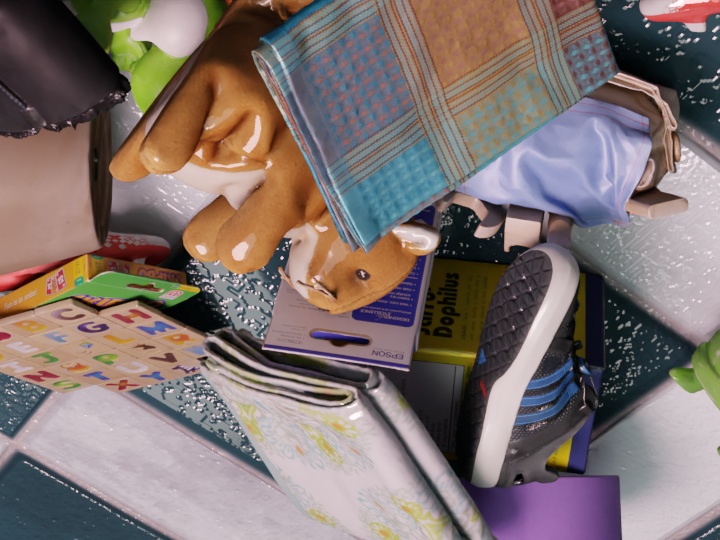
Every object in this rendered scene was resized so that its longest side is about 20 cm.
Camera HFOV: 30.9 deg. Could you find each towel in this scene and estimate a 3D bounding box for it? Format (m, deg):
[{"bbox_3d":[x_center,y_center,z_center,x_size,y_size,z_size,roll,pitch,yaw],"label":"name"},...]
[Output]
[{"bbox_3d":[-0.011,0.127,0.885,0.171,0.048,0.200,13,145,46],"label":"towel"},{"bbox_3d":[0.049,-0.118,0.732,0.200,0.022,0.147,-34,124,-11],"label":"towel"}]

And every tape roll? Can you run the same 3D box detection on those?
[{"bbox_3d":[0.103,0.194,1.022,0.200,0.066,0.200,-1,170,0],"label":"tape roll"}]

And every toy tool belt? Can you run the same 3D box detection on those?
[{"bbox_3d":[0.109,-0.073,0.848,0.200,0.123,0.125,4,124,8],"label":"toy tool belt"}]

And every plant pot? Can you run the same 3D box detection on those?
[{"bbox_3d":[-0.263,-0.072,0.886,0.173,0.200,0.200,0,128,-3],"label":"plant pot"}]

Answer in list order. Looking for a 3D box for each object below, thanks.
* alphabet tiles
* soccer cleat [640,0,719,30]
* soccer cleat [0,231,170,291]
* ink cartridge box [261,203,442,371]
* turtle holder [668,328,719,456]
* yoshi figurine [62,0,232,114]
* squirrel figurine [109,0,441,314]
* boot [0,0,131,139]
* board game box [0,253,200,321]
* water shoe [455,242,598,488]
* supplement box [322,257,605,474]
[{"bbox_3d":[-0.207,0.063,1.021,0.166,0.006,0.200,-15,157,21],"label":"alphabet tiles"},{"bbox_3d":[0.249,-0.209,0.750,0.200,0.069,0.085,-23,112,22],"label":"soccer cleat"},{"bbox_3d":[-0.248,-0.021,0.996,0.200,0.085,0.069,-8,162,-6],"label":"soccer cleat"},{"bbox_3d":[0.000,0.000,0.879,0.095,0.200,0.037,8,129,5],"label":"ink cartridge box"},{"bbox_3d":[0.331,0.094,0.933,0.185,0.141,0.132,41,107,-9],"label":"turtle holder"},{"bbox_3d":[-0.163,-0.157,0.856,0.200,0.113,0.112,23,144,-10],"label":"yoshi figurine"},{"bbox_3d":[-0.026,-0.077,0.804,0.187,0.200,0.141,37,163,-15],"label":"squirrel figurine"},{"bbox_3d":[-0.184,-0.149,0.717,0.198,0.073,0.163,-4,140,29],"label":"boot"},{"bbox_3d":[-0.221,0.030,0.985,0.200,0.030,0.095,-20,160,36],"label":"board game box"},{"bbox_3d":[0.121,0.064,0.866,0.079,0.072,0.200,5,130,-14],"label":"water shoe"},{"bbox_3d":[0.076,0.067,0.975,0.200,0.110,0.109,6,128,5],"label":"supplement box"}]
